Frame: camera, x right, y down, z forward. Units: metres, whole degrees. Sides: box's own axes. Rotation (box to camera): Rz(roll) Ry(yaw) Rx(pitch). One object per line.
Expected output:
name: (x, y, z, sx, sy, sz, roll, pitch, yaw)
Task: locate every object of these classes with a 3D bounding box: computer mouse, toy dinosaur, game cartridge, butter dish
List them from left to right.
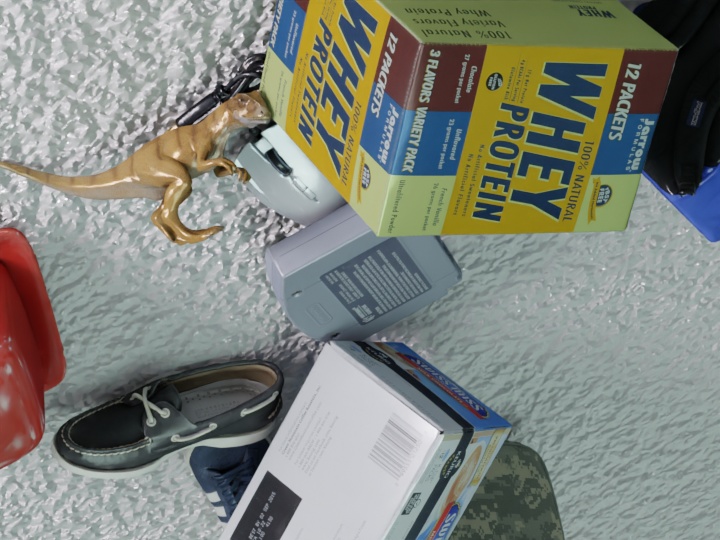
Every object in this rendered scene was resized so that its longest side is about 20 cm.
butter dish: (-0.306, 0.095, 1.587, 0.198, 0.148, 0.200, -18, 143, -9)
toy dinosaur: (-0.144, -0.067, 1.541, 0.198, 0.107, 0.060, -21, -174, 13)
computer mouse: (-0.052, -0.079, 1.609, 0.109, 0.044, 0.200, -39, 140, 16)
game cartridge: (0.000, 0.000, 1.702, 0.132, 0.041, 0.200, -32, 158, 3)

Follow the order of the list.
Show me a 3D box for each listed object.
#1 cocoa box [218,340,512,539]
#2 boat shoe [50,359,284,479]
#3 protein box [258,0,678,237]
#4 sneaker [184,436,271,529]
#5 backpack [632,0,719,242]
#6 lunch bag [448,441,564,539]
cocoa box: (0.004, 0.174, 1.787, 0.131, 0.133, 0.201, 4, 119, -60)
boat shoe: (-0.152, 0.115, 1.758, 0.198, 0.074, 0.061, -8, 140, -26)
protein box: (0.067, -0.129, 1.463, 0.197, 0.200, 0.136, -2, 120, -28)
sneaker: (-0.093, 0.202, 1.884, 0.074, 0.085, 0.201, -25, 142, 0)
backpack: (0.281, -0.142, 1.634, 0.200, 0.163, 0.168, -46, 149, 6)
lunch bag: (0.065, 0.243, 1.975, 0.198, 0.140, 0.168, 5, 150, -32)
